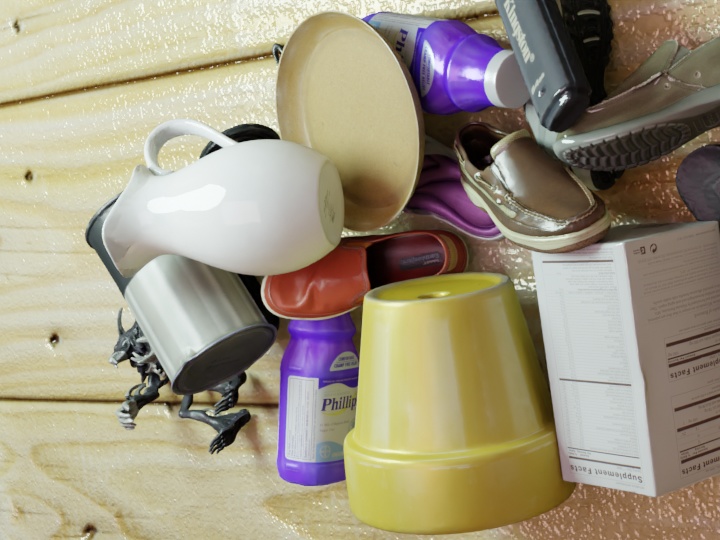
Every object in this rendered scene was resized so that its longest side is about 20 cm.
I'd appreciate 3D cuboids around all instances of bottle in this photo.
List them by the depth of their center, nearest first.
[{"bbox_3d":[0.069,-0.178,1.204,0.200,0.065,0.084,22,114,50],"label":"bottle"},{"bbox_3d":[-0.039,0.106,1.348,0.065,0.083,0.201,5,94,34],"label":"bottle"}]

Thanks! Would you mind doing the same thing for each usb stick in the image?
[{"bbox_3d":[0.138,-0.199,1.105,0.055,0.033,0.200,-52,42,43],"label":"usb stick"}]

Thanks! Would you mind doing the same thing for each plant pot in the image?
[{"bbox_3d":[0.077,0.105,1.189,0.200,0.201,0.189,-2,100,38],"label":"plant pot"},{"bbox_3d":[-0.006,-0.135,1.239,0.200,0.027,0.201,23,121,45],"label":"plant pot"}]

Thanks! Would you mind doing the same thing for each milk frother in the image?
[{"bbox_3d":[-0.136,-0.016,1.350,0.188,0.180,0.200,56,131,18],"label":"milk frother"}]

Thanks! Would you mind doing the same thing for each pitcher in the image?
[{"bbox_3d":[-0.118,-0.076,1.259,0.199,0.121,0.172,-3,58,16],"label":"pitcher"}]

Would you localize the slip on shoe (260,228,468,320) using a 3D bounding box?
[{"bbox_3d":[0.000,0.000,1.274,0.199,0.061,0.074,-11,83,12],"label":"slip on shoe"}]

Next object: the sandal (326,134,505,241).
[{"bbox_3d":[0.052,-0.084,1.260,0.202,0.050,0.083,18,107,24],"label":"sandal"}]

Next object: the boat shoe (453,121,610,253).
[{"bbox_3d":[0.129,-0.075,1.123,0.202,0.075,0.075,35,152,60],"label":"boat shoe"}]

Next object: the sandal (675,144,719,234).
[{"bbox_3d":[0.317,-0.013,1.085,0.201,0.048,0.075,51,124,19],"label":"sandal"}]

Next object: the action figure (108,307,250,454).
[{"bbox_3d":[-0.215,0.111,1.484,0.200,0.102,0.119,28,126,29],"label":"action figure"}]

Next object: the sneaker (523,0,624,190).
[{"bbox_3d":[0.168,-0.166,1.157,0.079,0.074,0.201,0,99,42],"label":"sneaker"}]

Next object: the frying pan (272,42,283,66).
[{"bbox_3d":[-0.030,-0.140,1.343,0.115,0.031,0.191,-10,95,36],"label":"frying pan"}]

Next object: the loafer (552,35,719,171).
[{"bbox_3d":[0.244,-0.139,1.085,0.200,0.075,0.070,-20,68,9],"label":"loafer"}]

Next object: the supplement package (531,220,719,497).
[{"bbox_3d":[0.225,0.068,1.114,0.114,0.109,0.201,1,101,57],"label":"supplement package"}]
